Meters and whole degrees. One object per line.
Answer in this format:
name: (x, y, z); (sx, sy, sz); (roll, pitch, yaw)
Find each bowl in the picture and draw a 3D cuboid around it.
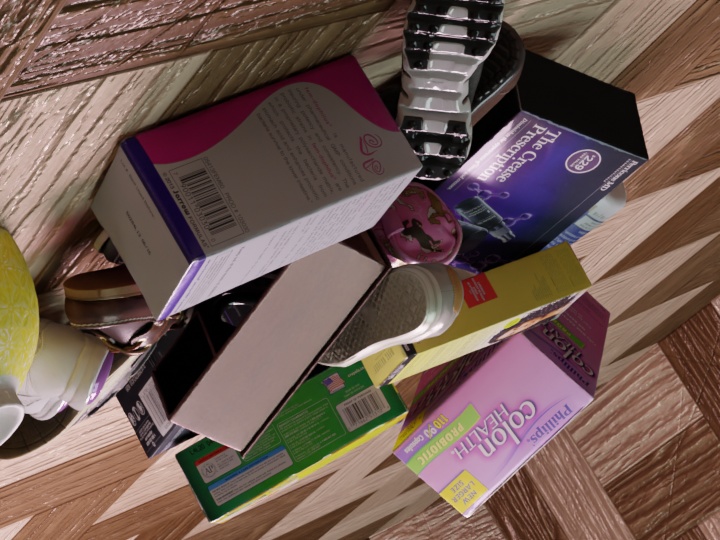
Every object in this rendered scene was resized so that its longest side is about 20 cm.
bowl: (-0.288, 0.074, 1.343); (0.200, 0.108, 0.200); (-34, 163, -12)

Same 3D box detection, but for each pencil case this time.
pencil case: (0.000, 0.000, 1.658); (0.200, 0.083, 0.087); (-38, -171, 46)

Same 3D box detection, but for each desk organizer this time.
desk organizer: (-0.072, 0.039, 1.543); (0.077, 0.072, 0.200); (27, 110, -33)

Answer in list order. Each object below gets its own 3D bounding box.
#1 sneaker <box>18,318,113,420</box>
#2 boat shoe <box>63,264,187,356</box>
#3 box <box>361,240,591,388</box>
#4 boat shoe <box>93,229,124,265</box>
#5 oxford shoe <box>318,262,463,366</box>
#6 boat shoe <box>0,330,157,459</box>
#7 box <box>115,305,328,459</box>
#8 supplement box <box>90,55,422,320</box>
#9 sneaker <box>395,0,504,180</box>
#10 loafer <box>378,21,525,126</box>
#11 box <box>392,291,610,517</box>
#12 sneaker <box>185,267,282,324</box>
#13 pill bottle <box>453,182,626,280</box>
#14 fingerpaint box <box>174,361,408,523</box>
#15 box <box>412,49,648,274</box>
sneaker: (-0.257, 0.066, 1.555); (0.200, 0.099, 0.075); (-21, -132, 67)
boat shoe: (-0.166, 0.029, 1.483); (0.070, 0.071, 0.200); (3, -173, 14)
box: (0.096, 0.037, 1.698); (0.199, 0.050, 0.075); (-19, 164, -28)
boat shoe: (-0.101, -0.043, 1.488); (0.199, 0.062, 0.073); (-25, 168, -24)
oxford shoe: (0.010, 0.033, 1.575); (0.058, 0.076, 0.200); (-11, 178, -40)
boat shoe: (-0.233, 0.091, 1.668); (0.201, 0.072, 0.066); (-42, 159, 22)
box: (-0.114, 0.067, 1.770); (0.200, 0.106, 0.122); (-25, 168, -30)
supplement box: (-0.073, -0.060, 1.405); (0.200, 0.101, 0.103); (-24, 165, -30)
sneaker: (0.060, -0.165, 1.410); (0.066, 0.091, 0.200); (6, 134, -3)
loafer: (0.052, -0.114, 1.551); (0.200, 0.073, 0.071); (-35, 166, 13)
box: (0.136, 0.104, 1.880); (0.176, 0.097, 0.200); (-46, -172, 24)
sneaker: (-0.071, -0.014, 1.611); (0.199, 0.088, 0.074); (-31, 167, -3)
pill bottle: (0.137, -0.054, 1.869); (0.200, 0.120, 0.120); (-37, 166, 22)
fingerpaint box: (-0.062, 0.150, 1.808); (0.199, 0.074, 0.167); (-29, 174, -4)
box: (0.122, -0.087, 1.682); (0.141, 0.079, 0.200); (15, 140, -32)
